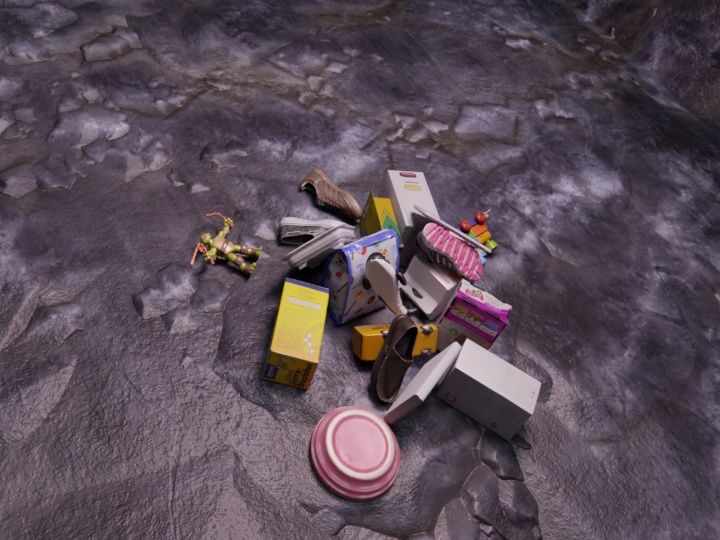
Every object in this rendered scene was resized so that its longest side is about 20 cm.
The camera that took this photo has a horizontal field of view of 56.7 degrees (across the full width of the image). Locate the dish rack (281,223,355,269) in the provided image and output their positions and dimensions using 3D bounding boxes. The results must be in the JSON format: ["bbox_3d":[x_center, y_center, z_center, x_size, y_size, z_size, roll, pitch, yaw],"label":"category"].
[{"bbox_3d":[-0.089,-0.050,1.593,0.044,0.169,0.200,60,9,3],"label":"dish rack"}]

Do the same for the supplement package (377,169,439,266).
[{"bbox_3d":[0.121,-0.140,1.787,0.108,0.157,0.204,0,51,-21],"label":"supplement package"}]

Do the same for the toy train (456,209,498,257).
[{"bbox_3d":[0.352,-0.101,1.904,0.198,0.085,0.117,-28,75,-37],"label":"toy train"}]

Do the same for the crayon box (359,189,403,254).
[{"bbox_3d":[0.051,-0.097,1.743,0.049,0.128,0.204,2,51,-20],"label":"crayon box"}]

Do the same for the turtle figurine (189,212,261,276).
[{"bbox_3d":[-0.324,-0.044,1.593,0.158,0.065,0.202,26,37,-9],"label":"turtle figurine"}]

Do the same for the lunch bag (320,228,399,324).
[{"bbox_3d":[0.000,0.000,1.586,0.167,0.203,0.124,-23,55,-34],"label":"lunch bag"}]

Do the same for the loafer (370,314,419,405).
[{"bbox_3d":[0.077,0.199,1.474,0.071,0.071,0.206,16,87,-24],"label":"loafer"}]

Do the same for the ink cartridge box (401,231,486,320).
[{"bbox_3d":[0.202,0.015,1.708,0.128,0.127,0.198,43,49,18],"label":"ink cartridge box"}]

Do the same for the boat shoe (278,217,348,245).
[{"bbox_3d":[-0.115,-0.085,1.718,0.193,0.073,0.073,3,57,-5],"label":"boat shoe"}]

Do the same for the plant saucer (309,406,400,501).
[{"bbox_3d":[-0.006,0.367,1.376,0.195,0.051,0.204,12,48,-13],"label":"plant saucer"}]

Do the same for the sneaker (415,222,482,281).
[{"bbox_3d":[0.212,-0.042,1.624,0.198,0.087,0.075,34,70,-19],"label":"sneaker"}]

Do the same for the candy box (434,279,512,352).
[{"bbox_3d":[0.254,0.131,1.576,0.134,0.202,0.062,28,46,3],"label":"candy box"}]

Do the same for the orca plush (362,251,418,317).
[{"bbox_3d":[0.073,0.023,1.532,0.200,0.104,0.072,46,39,-27],"label":"orca plush"}]

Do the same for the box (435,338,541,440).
[{"bbox_3d":[0.291,0.272,1.523,0.197,0.126,0.098,31,46,6],"label":"box"}]

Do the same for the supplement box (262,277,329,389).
[{"bbox_3d":[-0.141,0.138,1.478,0.106,0.110,0.204,15,48,-8],"label":"supplement box"}]

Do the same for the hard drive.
[{"bbox_3d":[0.138,0.246,1.467,0.026,0.132,0.200,45,43,2],"label":"hard drive"}]

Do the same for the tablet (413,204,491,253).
[{"bbox_3d":[0.224,-0.102,1.640,0.196,0.014,0.130,28,8,-15],"label":"tablet"}]

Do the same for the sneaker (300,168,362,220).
[{"bbox_3d":[-0.082,-0.192,1.828,0.075,0.071,0.199,-40,68,-21],"label":"sneaker"}]

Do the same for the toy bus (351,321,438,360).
[{"bbox_3d":[0.083,0.162,1.562,0.195,0.067,0.078,-4,17,-24],"label":"toy bus"}]
